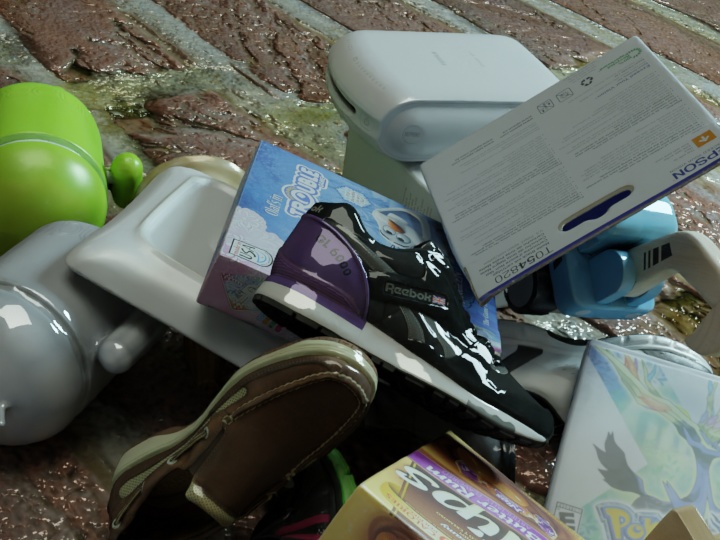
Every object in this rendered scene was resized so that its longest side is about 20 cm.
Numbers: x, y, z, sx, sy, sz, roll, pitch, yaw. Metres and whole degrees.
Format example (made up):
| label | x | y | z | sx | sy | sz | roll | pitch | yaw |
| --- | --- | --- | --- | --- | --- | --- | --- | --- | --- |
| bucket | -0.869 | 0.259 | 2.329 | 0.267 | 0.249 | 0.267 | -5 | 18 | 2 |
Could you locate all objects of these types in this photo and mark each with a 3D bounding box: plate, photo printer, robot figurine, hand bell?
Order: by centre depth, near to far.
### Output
| label | x | y | z | sx | sy | sz | roll | pitch | yaw |
| --- | --- | --- | --- | --- | --- | --- | --- | --- | --- |
| robot figurine | -0.215 | 0.041 | 0.778 | 0.169 | 0.113 | 0.200 | -1 | 27 | 21 |
| plate | -0.080 | -0.003 | 0.816 | 0.199 | 0.032 | 0.200 | 30 | 25 | -1 |
| hand bell | -0.125 | 0.014 | 0.897 | 0.104 | 0.104 | 0.200 | 3 | 45 | -12 |
| robot figurine | -0.270 | -0.079 | 0.949 | 0.175 | 0.116 | 0.200 | -5 | 35 | -13 |
| photo printer | 0.072 | -0.159 | 1.035 | 0.200 | 0.069 | 0.166 | -2 | 34 | -19 |

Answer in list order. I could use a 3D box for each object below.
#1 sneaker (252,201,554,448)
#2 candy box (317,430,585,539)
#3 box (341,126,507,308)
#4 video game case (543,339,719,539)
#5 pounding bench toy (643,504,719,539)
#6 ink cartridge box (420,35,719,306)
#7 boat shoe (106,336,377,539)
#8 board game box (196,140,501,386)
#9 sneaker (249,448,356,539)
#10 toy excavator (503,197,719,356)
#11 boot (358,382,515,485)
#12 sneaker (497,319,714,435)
| label | x | y | z | sx | sy | sz | roll | pitch | yaw |
| --- | --- | --- | --- | --- | --- | --- | --- | --- | --- |
| sneaker | 0.043 | 0.030 | 0.679 | 0.200 | 0.088 | 0.076 | 32 | -13 | -14 |
| candy box | 0.057 | 0.155 | 0.628 | 0.117 | 0.056 | 0.200 | 38 | 12 | 13 |
| box | 0.083 | -0.058 | 1.038 | 0.124 | 0.098 | 0.200 | -9 | 37 | -28 |
| video game case | 0.230 | 0.147 | 0.767 | 0.200 | 0.022 | 0.182 | 16 | 53 | 9 |
| pounding bench toy | 0.234 | 0.226 | 0.597 | 0.156 | 0.124 | 0.200 | -8 | 53 | -25 |
| ink cartridge box | 0.151 | -0.067 | 0.821 | 0.200 | 0.041 | 0.200 | -30 | 32 | 10 |
| boat shoe | -0.070 | 0.114 | 0.659 | 0.075 | 0.202 | 0.075 | 40 | 33 | -21 |
| board game box | 0.000 | 0.000 | 0.804 | 0.199 | 0.043 | 0.200 | 23 | 26 | -9 |
| sneaker | -0.040 | 0.165 | 0.669 | 0.084 | 0.077 | 0.200 | -1 | 30 | -13 |
| toy excavator | 0.200 | -0.011 | 0.843 | 0.100 | 0.200 | 0.195 | 4 | 67 | -27 |
| boot | 0.021 | 0.104 | 0.803 | 0.132 | 0.070 | 0.200 | -3 | 23 | -16 |
| sneaker | 0.170 | 0.093 | 0.866 | 0.200 | 0.074 | 0.080 | 4 | 49 | -4 |
